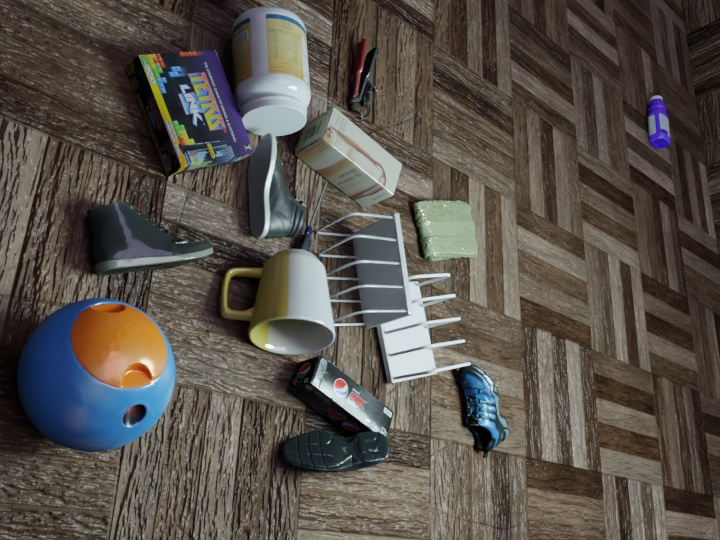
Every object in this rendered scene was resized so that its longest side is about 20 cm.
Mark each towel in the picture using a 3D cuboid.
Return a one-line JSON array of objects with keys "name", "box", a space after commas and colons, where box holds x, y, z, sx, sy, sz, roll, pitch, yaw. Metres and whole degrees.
[{"name": "towel", "box": [0.204, -0.098, 1.701, 0.199, 0.036, 0.150, -4, 77, -44]}]

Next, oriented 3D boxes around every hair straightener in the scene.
[{"name": "hair straightener", "box": [0.017, -0.419, 1.630, 0.077, 0.041, 0.202, 24, 60, -36]}]

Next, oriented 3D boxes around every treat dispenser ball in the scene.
[{"name": "treat dispenser ball", "box": [-0.351, 0.139, 0.972, 0.200, 0.200, 0.203, 16, 65, -39]}]

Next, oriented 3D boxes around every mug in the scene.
[{"name": "mug", "box": [-0.130, 0.041, 1.263, 0.186, 0.149, 0.154, 29, 49, -41]}]

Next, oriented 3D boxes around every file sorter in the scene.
[{"name": "file sorter", "box": [0.000, 0.000, 1.402, 0.124, 0.138, 0.202, 4, 73, -39]}, {"name": "file sorter", "box": [0.125, 0.112, 1.480, 0.138, 0.124, 0.202, -3, 78, -44]}]

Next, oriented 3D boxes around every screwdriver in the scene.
[{"name": "screwdriver", "box": [-0.093, -0.095, 1.423, 0.029, 0.028, 0.201, 68, 34, -48]}]

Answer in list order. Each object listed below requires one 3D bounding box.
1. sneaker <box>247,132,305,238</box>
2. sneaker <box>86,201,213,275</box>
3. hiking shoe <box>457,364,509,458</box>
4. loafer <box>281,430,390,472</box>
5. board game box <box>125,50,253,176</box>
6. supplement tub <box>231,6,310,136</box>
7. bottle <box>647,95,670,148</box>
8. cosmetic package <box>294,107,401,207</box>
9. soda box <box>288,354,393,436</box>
[{"name": "sneaker", "box": [-0.153, -0.151, 1.359, 0.099, 0.070, 0.202, 11, 74, -43]}, {"name": "sneaker", "box": [-0.328, -0.058, 1.150, 0.199, 0.074, 0.107, -8, 84, -44]}, {"name": "hiking shoe", "box": [0.262, 0.301, 1.589, 0.087, 0.074, 0.201, -32, 99, -45]}, {"name": "loafer", "box": [-0.048, 0.330, 1.287, 0.198, 0.072, 0.073, 7, 53, -21]}, {"name": "board game box", "box": [-0.296, -0.279, 1.273, 0.165, 0.056, 0.202, -23, 92, -44]}, {"name": "supplement tub", "box": [-0.168, -0.371, 1.364, 0.144, 0.144, 0.202, 9, 70, -41]}, {"name": "bottle", "box": [1.106, -0.555, 2.699, 0.083, 0.065, 0.202, 24, 60, -37]}, {"name": "cosmetic package", "box": [-0.023, -0.226, 1.483, 0.199, 0.103, 0.088, 34, 57, -29]}, {"name": "soda box", "box": [-0.034, 0.240, 1.329, 0.200, 0.070, 0.064, 42, 48, -24]}]
